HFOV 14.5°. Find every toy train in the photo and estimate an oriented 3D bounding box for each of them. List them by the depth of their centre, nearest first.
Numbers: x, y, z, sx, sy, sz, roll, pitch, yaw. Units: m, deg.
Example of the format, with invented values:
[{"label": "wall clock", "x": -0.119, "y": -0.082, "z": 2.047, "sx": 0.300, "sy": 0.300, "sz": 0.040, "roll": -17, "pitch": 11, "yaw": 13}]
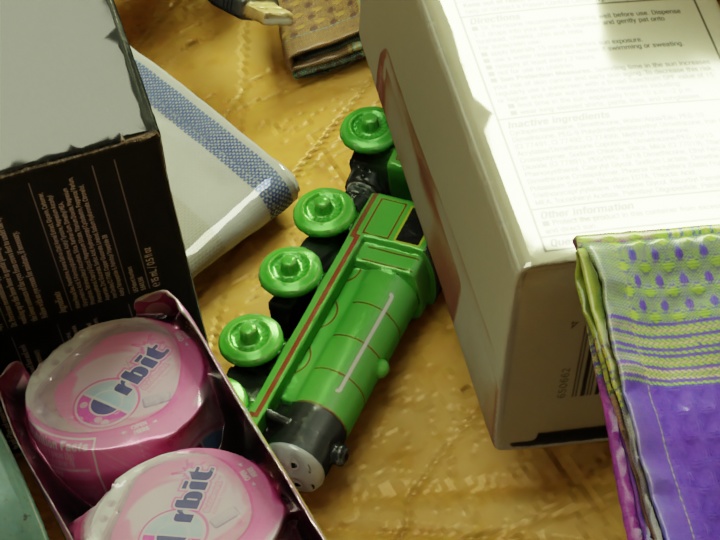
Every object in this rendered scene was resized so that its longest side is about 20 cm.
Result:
[{"label": "toy train", "x": 0.000, "y": 0.000, "z": 0.982, "sx": 0.056, "sy": 0.042, "sz": 0.200, "roll": 14, "pitch": 53, "yaw": 20}]

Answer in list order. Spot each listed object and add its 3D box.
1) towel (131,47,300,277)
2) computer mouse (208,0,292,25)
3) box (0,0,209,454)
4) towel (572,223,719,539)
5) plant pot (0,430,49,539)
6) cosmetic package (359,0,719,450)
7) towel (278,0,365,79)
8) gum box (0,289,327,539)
[{"label": "towel", "x": -0.134, "y": -0.004, "z": 1.053, "sx": 0.200, "sy": 0.024, "sz": 0.147, "roll": -40, "pitch": 47, "yaw": -15}, {"label": "computer mouse", "x": 0.016, "y": -0.138, "z": 1.080, "sx": 0.140, "sy": 0.046, "sz": 0.200, "roll": -41, "pitch": 44, "yaw": -19}, {"label": "box", "x": -0.129, "y": -0.009, "z": 0.905, "sx": 0.140, "sy": 0.200, "sz": 0.079, "roll": -19, "pitch": 66, "yaw": -6}, {"label": "towel", "x": 0.144, "y": 0.069, "z": 0.790, "sx": 0.143, "sy": 0.023, "sz": 0.201, "roll": -4, "pitch": 61, "yaw": -13}, {"label": "plant pot", "x": -0.185, "y": 0.117, "z": 0.837, "sx": 0.187, "sy": 0.201, "sz": 0.200, "roll": -21, "pitch": 41, "yaw": -17}, {"label": "cosmetic package", "x": 0.069, "y": -0.047, "z": 0.933, "sx": 0.103, "sy": 0.088, "sz": 0.201, "roll": -5, "pitch": 47, "yaw": -11}, {"label": "towel", "x": 0.058, "y": -0.152, "z": 1.126, "sx": 0.199, "sy": 0.022, "sz": 0.147, "roll": -18, "pitch": 41, "yaw": 7}, {"label": "gum box", "x": -0.034, "y": 0.106, "z": 0.831, "sx": 0.066, "sy": 0.114, "sz": 0.200, "roll": -28, "pitch": 42, "yaw": -7}]
